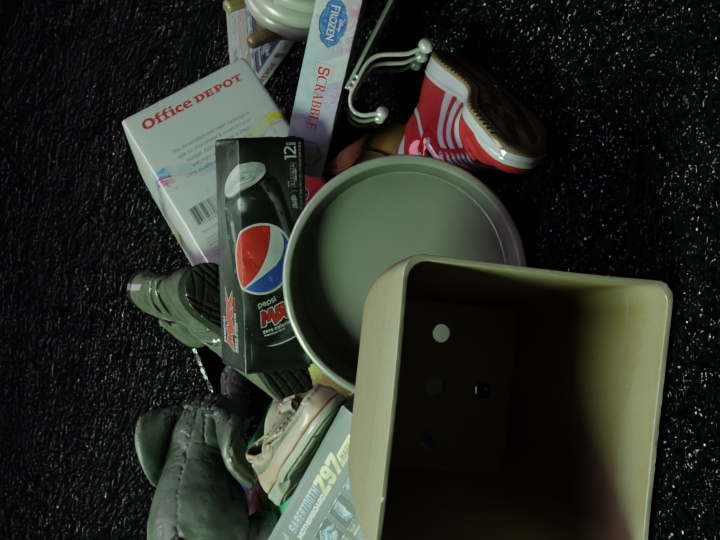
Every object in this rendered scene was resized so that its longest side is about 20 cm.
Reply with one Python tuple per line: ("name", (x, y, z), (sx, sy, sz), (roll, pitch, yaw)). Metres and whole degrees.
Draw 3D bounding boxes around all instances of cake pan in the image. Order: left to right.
("cake pan", (0.036, 0.006, 1.049), (0.037, 0.198, 0.203), (-75, -5, -83))

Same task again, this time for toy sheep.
("toy sheep", (-0.067, -0.311, 1.355), (0.200, 0.136, 0.139), (131, 137, -58))

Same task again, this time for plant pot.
("plant pot", (0.085, 0.096, 0.930), (0.177, 0.197, 0.203), (-175, 90, -72))

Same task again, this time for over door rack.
("over door rack", (0.037, -0.228, 1.158), (0.148, 0.066, 0.202), (-128, 53, -87))

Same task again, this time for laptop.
("laptop", (-0.183, 0.120, 1.439), (0.177, 0.102, 0.202), (-60, -50, -73))

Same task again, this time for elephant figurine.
("elephant figurine", (-0.156, 0.182, 1.256), (0.155, 0.140, 0.203), (159, 111, -66))

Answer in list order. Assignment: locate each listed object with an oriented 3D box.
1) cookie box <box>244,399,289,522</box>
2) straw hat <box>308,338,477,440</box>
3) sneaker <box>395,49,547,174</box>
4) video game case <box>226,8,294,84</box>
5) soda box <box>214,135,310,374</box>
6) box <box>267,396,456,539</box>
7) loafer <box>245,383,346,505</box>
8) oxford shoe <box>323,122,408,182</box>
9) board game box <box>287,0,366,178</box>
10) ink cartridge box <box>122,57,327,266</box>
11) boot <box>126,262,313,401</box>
("cookie box", (-0.046, 0.227, 1.270), (0.172, 0.074, 0.201), (-61, 36, 36))
("straw hat", (0.003, 0.081, 1.128), (0.200, 0.085, 0.203), (20, 117, 46))
("sneaker", (0.088, -0.098, 1.076), (0.200, 0.071, 0.113), (-116, 44, -58))
("video game case", (-0.122, -0.331, 1.589), (0.182, 0.023, 0.202), (-43, 47, 53))
("soda box", (-0.086, -0.015, 1.125), (0.071, 0.063, 0.203), (-169, 76, -66))
("box", (0.015, 0.222, 1.086), (0.157, 0.051, 0.201), (38, 122, 16))
("loafer", (-0.066, 0.146, 1.125), (0.063, 0.072, 0.200), (41, 149, 11))
("oxford shoe", (0.010, -0.100, 1.259), (0.072, 0.071, 0.200), (-57, 16, -17))
("board game box", (-0.020, -0.223, 1.167), (0.201, 0.041, 0.201), (-77, 3, -46))
("ink cartridge box", (-0.125, -0.077, 1.301), (0.201, 0.144, 0.145), (58, 169, 21))
("boot", (-0.124, 0.062, 1.231), (0.130, 0.200, 0.068), (-6, 44, 55))
